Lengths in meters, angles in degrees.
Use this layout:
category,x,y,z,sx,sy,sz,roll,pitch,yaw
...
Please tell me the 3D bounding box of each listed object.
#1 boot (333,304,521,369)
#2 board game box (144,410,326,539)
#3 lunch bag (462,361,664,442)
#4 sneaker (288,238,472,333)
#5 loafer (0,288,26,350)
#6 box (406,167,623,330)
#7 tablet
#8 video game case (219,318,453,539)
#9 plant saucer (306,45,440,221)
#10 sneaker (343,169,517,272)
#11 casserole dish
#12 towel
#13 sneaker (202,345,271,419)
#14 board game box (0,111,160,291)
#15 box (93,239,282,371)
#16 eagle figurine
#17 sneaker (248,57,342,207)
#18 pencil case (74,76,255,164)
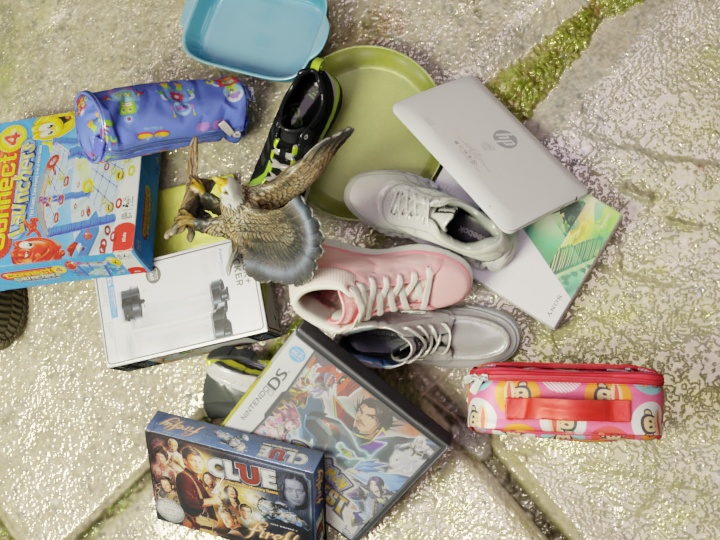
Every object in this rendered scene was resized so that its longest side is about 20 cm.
category,x,y,z,sx,sy,sz,roll,pitch,yaw
boot,0.070,0.080,1.155,0.197,0.096,0.075,-1,100,15
board game box,-0.134,0.236,1.176,0.197,0.035,0.137,11,124,17
lunch bag,0.204,0.134,1.086,0.197,0.176,0.083,1,85,11
sneaker,0.019,0.024,1.110,0.197,0.105,0.076,7,124,-3
loafer,-0.451,0.000,1.298,0.066,0.076,0.203,-10,73,13
box,0.167,-0.048,1.187,0.199,0.036,0.145,32,91,13
tablet,0.139,-0.130,1.157,0.129,0.014,0.200,-24,63,-32
video game case,-0.032,0.175,1.146,0.199,0.026,0.181,38,119,-2
plant saucer,0.004,-0.155,1.236,0.197,0.031,0.203,-1,84,13
sneaker,0.071,-0.062,1.152,0.198,0.081,0.076,20,90,15
casserole dish,-0.119,-0.281,1.257,0.198,0.039,0.123,18,83,23
towel,-0.233,-0.051,1.284,0.197,0.018,0.087,-13,87,9
sneaker,-0.087,0.155,1.210,0.198,0.075,0.085,24,117,6
board game box,-0.335,-0.088,1.257,0.193,0.056,0.203,-7,63,11
box,-0.198,0.038,1.240,0.197,0.060,0.118,-12,79,10
eagle figurine,-0.100,-0.065,1.107,0.197,0.151,0.154,-1,101,19
sneaker,-0.084,-0.140,1.195,0.071,0.083,0.202,20,89,14
pencil case,-0.217,-0.169,1.210,0.198,0.079,0.087,-12,48,-30
